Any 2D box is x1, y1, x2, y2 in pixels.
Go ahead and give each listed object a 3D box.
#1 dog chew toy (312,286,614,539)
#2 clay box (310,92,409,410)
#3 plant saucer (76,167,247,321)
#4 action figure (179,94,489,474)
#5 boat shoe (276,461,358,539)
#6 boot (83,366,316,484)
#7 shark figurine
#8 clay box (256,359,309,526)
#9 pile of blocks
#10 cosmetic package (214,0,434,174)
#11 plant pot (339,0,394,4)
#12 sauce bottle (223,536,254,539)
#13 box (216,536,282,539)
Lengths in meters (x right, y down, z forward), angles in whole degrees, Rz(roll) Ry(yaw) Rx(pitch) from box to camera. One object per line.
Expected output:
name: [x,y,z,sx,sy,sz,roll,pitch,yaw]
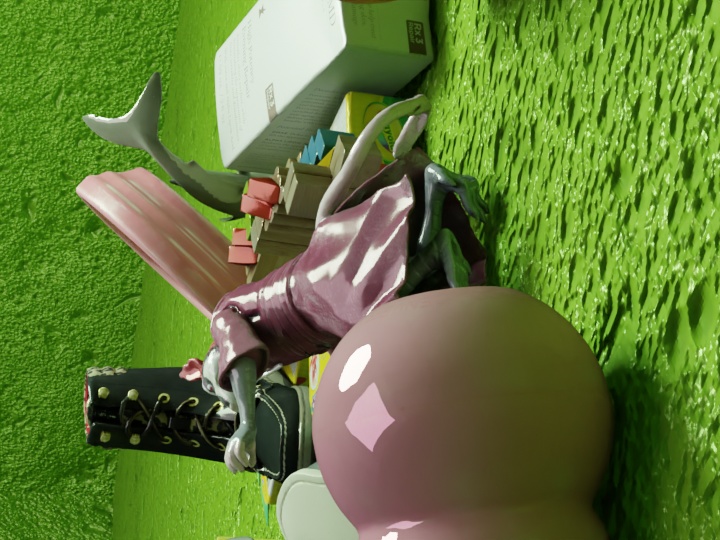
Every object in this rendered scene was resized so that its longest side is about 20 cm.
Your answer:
dog chew toy: [0.047,0.111,0.571,0.125,0.124,0.201,133,132,-70]
clay box: [0.000,0.000,0.928,0.115,0.047,0.201,122,150,-60]
plant saucer: [-0.130,-0.010,1.093,0.051,0.200,0.200,-47,11,-6]
action figure: [-0.030,0.014,0.769,0.199,0.134,0.150,-25,87,29]
boat shoe: [0.012,0.120,0.796,0.073,0.062,0.200,53,144,13]
boot: [-0.117,0.111,1.010,0.203,0.153,0.074,-156,68,-74]
shark figurine: [-0.103,-0.066,1.093,0.089,0.214,0.129,-28,64,50]
clay box: [-0.049,0.097,1.140,0.115,0.047,0.201,-107,25,-54]
pile of blocks: [-0.047,-0.048,0.883,0.200,0.062,0.083,135,139,-63]
cosmetic package: [-0.031,-0.150,0.988,0.200,0.074,0.102,-39,53,56]
plant pot: [0.003,-0.234,0.768,0.140,0.199,0.201,78,-166,-76]
sauce bottle: [-0.070,0.287,0.994,0.065,0.064,0.201,-167,63,-77]
box: [-0.084,0.314,1.159,0.201,0.075,0.050,-98,19,-48]
